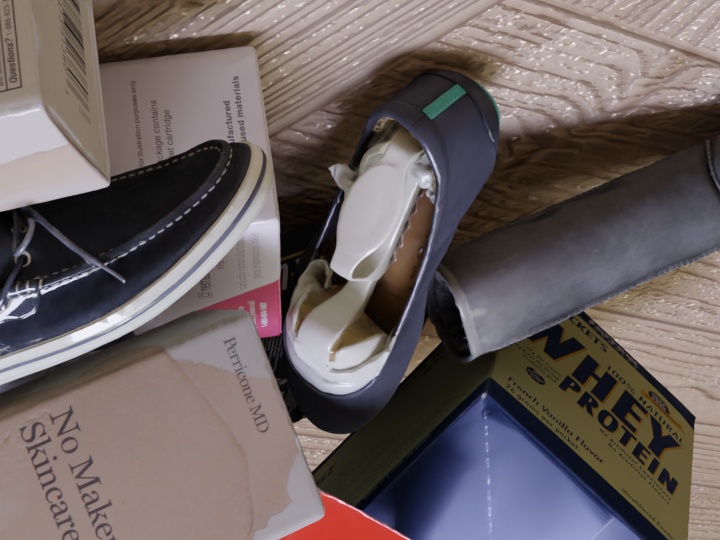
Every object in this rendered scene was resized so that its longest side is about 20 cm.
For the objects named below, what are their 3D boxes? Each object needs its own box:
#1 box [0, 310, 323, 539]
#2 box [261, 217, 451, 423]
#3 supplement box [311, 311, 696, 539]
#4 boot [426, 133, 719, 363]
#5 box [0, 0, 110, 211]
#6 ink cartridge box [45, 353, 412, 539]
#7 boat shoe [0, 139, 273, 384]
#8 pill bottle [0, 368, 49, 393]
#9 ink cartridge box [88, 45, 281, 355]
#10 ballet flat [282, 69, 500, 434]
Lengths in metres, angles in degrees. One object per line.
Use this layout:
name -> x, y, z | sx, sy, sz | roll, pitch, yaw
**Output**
box -> -0.126, 0.094, 0.896 | 0.199, 0.096, 0.078 | -25, -174, -19
box -> -0.045, 0.036, 1.163 | 0.160, 0.049, 0.200 | -18, 162, -13
supplement box -> 0.058, 0.134, 1.171 | 0.200, 0.134, 0.200 | -46, -174, 20
boot -> 0.130, -0.027, 1.042 | 0.198, 0.073, 0.182 | -14, 161, -10
box -> -0.199, -0.063, 0.816 | 0.198, 0.096, 0.078 | -11, 159, 10
ink cartridge box -> -0.083, 0.142, 1.035 | 0.199, 0.057, 0.163 | 33, 131, -2
boat shoe -> -0.127, -0.004, 0.852 | 0.199, 0.075, 0.062 | -24, 119, 9
pill bottle -> -0.240, 0.055, 1.080 | 0.198, 0.115, 0.114 | -10, 160, 4
ink cartridge box -> -0.137, -0.020, 0.968 | 0.198, 0.085, 0.145 | -7, 160, -4
ballet flat -> 0.000, 0.000, 1.008 | 0.073, 0.073, 0.201 | 4, 127, -31
